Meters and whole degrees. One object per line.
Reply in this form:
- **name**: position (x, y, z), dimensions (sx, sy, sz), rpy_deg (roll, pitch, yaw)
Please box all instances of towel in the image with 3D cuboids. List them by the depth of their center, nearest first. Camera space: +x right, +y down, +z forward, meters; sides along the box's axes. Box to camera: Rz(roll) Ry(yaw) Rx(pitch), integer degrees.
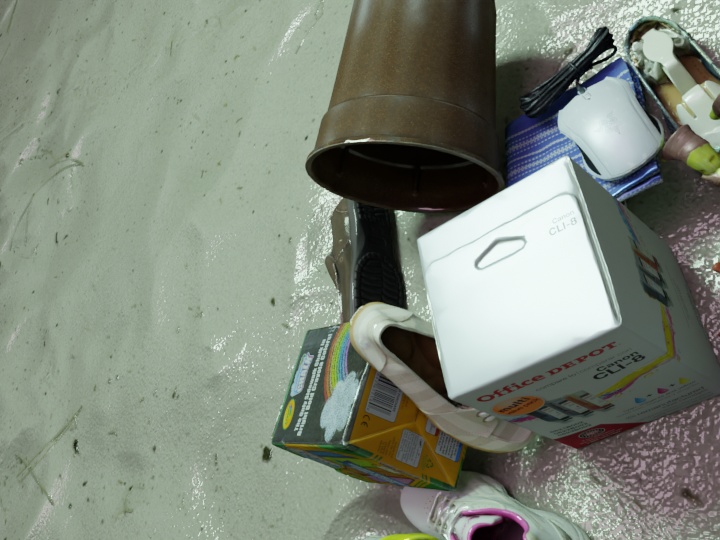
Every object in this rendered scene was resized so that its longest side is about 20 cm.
- **towel**: position (0.197, -0.114, 0.775), dimensions (0.144, 0.024, 0.201), rpy_deg (-27, 32, 27)

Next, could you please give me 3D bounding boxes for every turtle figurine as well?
- **turtle figurine**: position (0.309, -0.057, 0.639), dimensions (0.200, 0.064, 0.161), rpy_deg (-49, 64, 20)

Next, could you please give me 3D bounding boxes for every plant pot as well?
- **plant pot**: position (0.056, -0.184, 0.850), dimensions (0.200, 0.200, 0.199), rpy_deg (-4, 73, 43)

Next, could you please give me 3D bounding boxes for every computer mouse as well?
- **computer mouse**: position (0.208, -0.149, 0.745), dimensions (0.109, 0.044, 0.200), rpy_deg (-35, 30, 15)

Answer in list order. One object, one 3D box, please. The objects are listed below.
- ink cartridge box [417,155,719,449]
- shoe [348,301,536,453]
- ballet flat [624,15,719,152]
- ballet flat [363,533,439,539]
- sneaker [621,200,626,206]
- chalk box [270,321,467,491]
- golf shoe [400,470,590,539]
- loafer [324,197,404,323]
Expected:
- **ink cartridge box**: position (0.166, 0.035, 0.664), dimensions (0.145, 0.200, 0.145), rpy_deg (-30, 52, 31)
- **shoe**: position (0.077, 0.096, 0.699), dimensions (0.070, 0.200, 0.053), rpy_deg (-60, 19, -13)
- **ballet flat**: position (0.289, -0.153, 0.732), dimensions (0.074, 0.074, 0.201), rpy_deg (-42, 48, 22)
- **ballet flat**: position (0.012, 0.286, 0.768), dimensions (0.067, 0.066, 0.201), rpy_deg (-102, 31, -53)
- **sneaker**: position (0.157, -0.031, 0.803), dimensions (0.200, 0.075, 0.081), rpy_deg (-33, 42, 28)
- **chalk box**: position (0.004, 0.129, 0.805), dimensions (0.200, 0.124, 0.125), rpy_deg (-17, 50, 60)
- **golf shoe**: position (0.099, 0.216, 0.724), dimensions (0.199, 0.091, 0.076), rpy_deg (8, 77, 47)
- **loafer**: position (0.000, 0.000, 0.945), dimensions (0.071, 0.073, 0.201), rpy_deg (-34, 45, 41)
